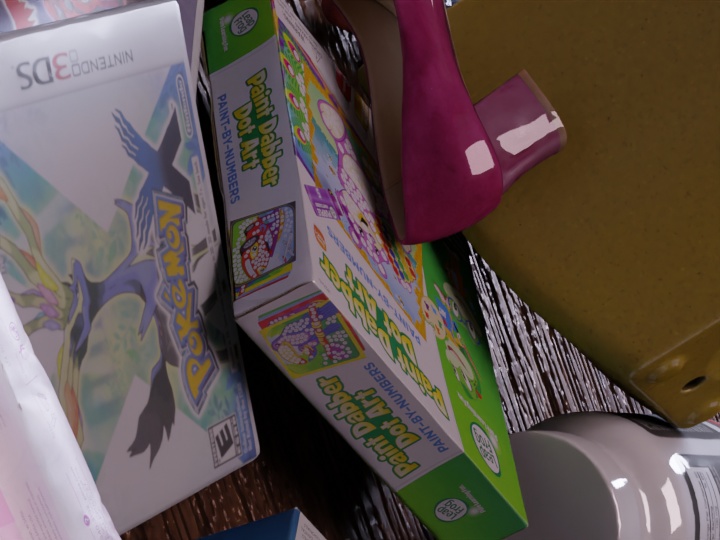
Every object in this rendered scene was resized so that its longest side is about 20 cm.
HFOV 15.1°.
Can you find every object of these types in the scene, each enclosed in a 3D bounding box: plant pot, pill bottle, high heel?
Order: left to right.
[{"bbox_3d":[0.001,-0.106,1.258,0.096,0.068,0.200,-34,70,-24],"label":"high heel"},{"bbox_3d":[0.129,0.129,1.364,0.200,0.115,0.116,8,65,-59],"label":"pill bottle"},{"bbox_3d":[0.150,-0.040,1.343,0.201,0.194,0.195,62,10,24],"label":"plant pot"}]

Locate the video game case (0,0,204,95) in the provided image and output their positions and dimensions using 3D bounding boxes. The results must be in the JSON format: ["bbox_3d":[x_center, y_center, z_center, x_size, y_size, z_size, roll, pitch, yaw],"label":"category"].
[{"bbox_3d":[-0.128,-0.125,1.159,0.182,0.023,0.201,43,37,-42],"label":"video game case"}]

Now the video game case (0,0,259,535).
[{"bbox_3d":[-0.105,0.001,1.073,0.182,0.022,0.201,-25,107,-62],"label":"video game case"}]

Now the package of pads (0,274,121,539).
[{"bbox_3d":[-0.151,0.072,0.880,0.201,0.120,0.076,67,27,-8],"label":"package of pads"}]

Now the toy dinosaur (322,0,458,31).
[{"bbox_3d":[0.051,-0.127,1.408,0.181,0.105,0.201,-25,104,-48],"label":"toy dinosaur"}]

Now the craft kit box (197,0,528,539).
[{"bbox_3d":[0.000,0.000,1.237,0.200,0.048,0.198,49,24,-42],"label":"craft kit box"}]

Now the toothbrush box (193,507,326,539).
[{"bbox_3d":[-0.033,0.218,1.041,0.147,0.085,0.201,50,34,-34],"label":"toothbrush box"}]
